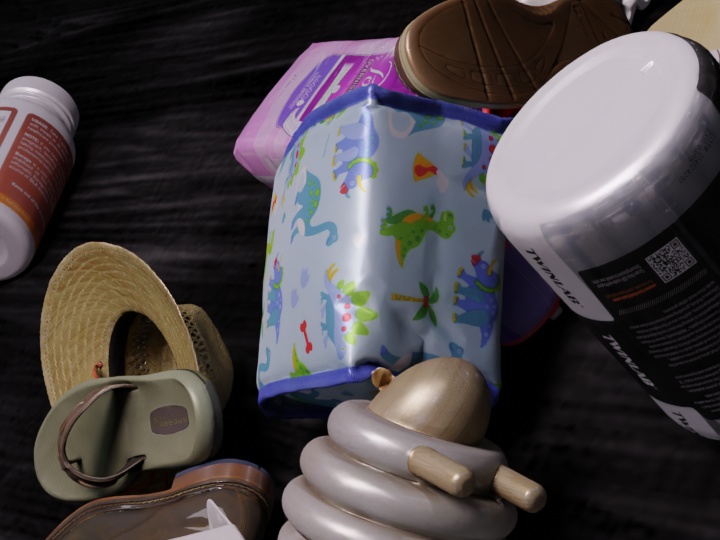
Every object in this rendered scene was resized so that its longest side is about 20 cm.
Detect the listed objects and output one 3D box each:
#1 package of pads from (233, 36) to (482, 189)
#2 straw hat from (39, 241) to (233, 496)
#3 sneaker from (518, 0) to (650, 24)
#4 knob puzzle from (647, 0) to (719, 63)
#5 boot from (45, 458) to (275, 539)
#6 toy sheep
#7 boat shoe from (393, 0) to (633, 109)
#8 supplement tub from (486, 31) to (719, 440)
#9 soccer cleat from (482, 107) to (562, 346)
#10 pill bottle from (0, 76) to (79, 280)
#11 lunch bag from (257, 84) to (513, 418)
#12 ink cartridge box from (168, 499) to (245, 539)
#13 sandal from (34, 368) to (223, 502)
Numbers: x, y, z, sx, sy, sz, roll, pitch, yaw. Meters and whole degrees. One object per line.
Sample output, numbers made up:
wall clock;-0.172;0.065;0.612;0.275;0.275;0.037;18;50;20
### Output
package of pads;-0.001;-0.112;1.274;0.200;0.076;0.121;8;61;56
straw hat;-0.137;0.073;1.185;0.085;0.202;0.200;-13;4;-42
sneaker;0.179;-0.223;1.179;0.200;0.081;0.075;-48;27;-8
knob puzzle;0.218;-0.097;0.997;0.219;0.030;0.221;-29;43;32
boot;-0.145;0.195;1.065;0.199;0.075;0.097;-29;29;23
toy sheep;0.019;0.140;0.871;0.138;0.137;0.201;25;96;60
boat shoe;0.085;-0.129;1.044;0.199;0.073;0.072;-19;-5;-44
supplement tub;0.160;-0.004;0.793;0.122;0.200;0.123;-32;30;21
soccer cleat;0.091;-0.038;1.056;0.066;0.076;0.201;-25;34;32
pill bottle;-0.345;-0.095;1.664;0.112;0.112;0.201;-24;35;34
lunch bag;0.000;0.000;1.014;0.200;0.127;0.171;-16;66;59
ink cartridge box;-0.073;0.215;0.887;0.067;0.117;0.200;-11;22;-18
sandal;-0.165;0.107;1.117;0.057;0.080;0.201;-13;-7;-42
